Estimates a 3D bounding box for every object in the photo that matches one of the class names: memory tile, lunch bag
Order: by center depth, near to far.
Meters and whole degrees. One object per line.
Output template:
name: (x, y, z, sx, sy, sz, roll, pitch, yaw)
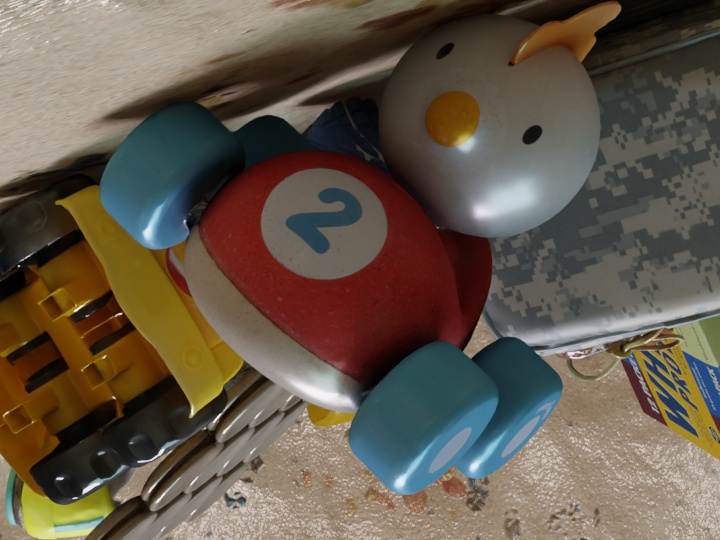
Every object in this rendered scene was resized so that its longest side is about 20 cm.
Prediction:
lunch bag: (0.142, -0.061, 1.144, 0.199, 0.140, 0.168, -17, -166, 24)
memory tile: (-0.069, 0.090, 1.262, 0.153, 0.017, 0.200, -46, 172, 14)

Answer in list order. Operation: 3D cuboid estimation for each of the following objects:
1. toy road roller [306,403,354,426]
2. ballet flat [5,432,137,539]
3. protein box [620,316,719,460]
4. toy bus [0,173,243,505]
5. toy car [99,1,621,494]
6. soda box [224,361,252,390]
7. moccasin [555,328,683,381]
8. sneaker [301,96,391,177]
toy road roller: (0.007, 0.022, 1.665, 0.123, 0.146, 0.200, -16, 176, -34)
ballet flat: (-0.141, 0.062, 1.303, 0.067, 0.200, 0.067, 1, 137, 7)
protein box: (0.271, 0.008, 1.500, 0.200, 0.135, 0.199, -29, -162, -9)
toy bus: (-0.094, 0.007, 1.183, 0.192, 0.136, 0.200, -31, -178, -33)
toy car: (0.032, -0.043, 1.011, 0.200, 0.184, 0.177, -51, 163, 13)
soda box: (-0.057, 0.010, 1.333, 0.063, 0.069, 0.200, 16, 138, -44)
moccasin: (0.141, 0.014, 1.270, 0.073, 0.078, 0.201, -8, -169, 17)
sneaker: (0.019, -0.015, 1.206, 0.085, 0.077, 0.200, -39, 145, 13)
